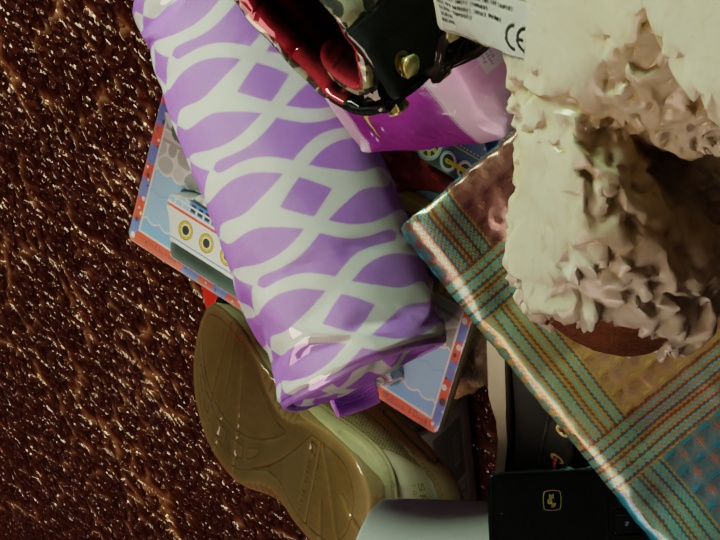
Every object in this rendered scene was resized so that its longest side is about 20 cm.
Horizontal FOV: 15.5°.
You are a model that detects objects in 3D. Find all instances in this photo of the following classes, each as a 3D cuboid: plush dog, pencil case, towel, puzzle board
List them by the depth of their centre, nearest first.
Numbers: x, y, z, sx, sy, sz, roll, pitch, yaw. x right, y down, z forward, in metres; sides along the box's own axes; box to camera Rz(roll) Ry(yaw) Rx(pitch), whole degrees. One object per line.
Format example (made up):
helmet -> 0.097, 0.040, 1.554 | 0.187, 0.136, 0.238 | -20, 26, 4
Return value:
plush dog -> 0.133, -0.081, 0.772 | 0.200, 0.171, 0.162 | -44, 61, 53
towel -> 0.130, 0.016, 0.965 | 0.200, 0.146, 0.022 | 49, -167, -1
pencil case -> -0.032, -0.041, 1.104 | 0.085, 0.083, 0.201 | 138, 115, -67
puzzle board -> -0.019, -0.040, 1.156 | 0.199, 0.017, 0.152 | 31, 115, 34

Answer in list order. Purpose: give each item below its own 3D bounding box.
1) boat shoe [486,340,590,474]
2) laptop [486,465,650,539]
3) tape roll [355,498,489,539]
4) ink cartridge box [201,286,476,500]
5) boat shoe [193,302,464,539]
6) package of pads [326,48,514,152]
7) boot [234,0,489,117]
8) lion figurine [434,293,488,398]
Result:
boat shoe -> 0.100, 0.075, 1.157 | 0.063, 0.074, 0.202 | 30, 152, 28
laptop -> 0.155, 0.167, 1.004 | 0.103, 0.198, 0.179 | -148, 57, -83
tape roll -> 0.039, 0.199, 1.127 | 0.066, 0.201, 0.201 | 0, 137, 15
ink cartridge box -> -0.026, 0.073, 1.393 | 0.199, 0.050, 0.163 | 31, 150, 27
boat shoe -> -0.020, 0.077, 1.272 | 0.200, 0.064, 0.072 | 45, 129, 50
package of pads -> -0.003, -0.142, 1.012 | 0.201, 0.076, 0.120 | 56, 156, -16
boot -> 0.064, -0.089, 0.881 | 0.203, 0.154, 0.074 | 44, 155, 10
lion figurine -> 0.000, 0.000, 1.207 | 0.199, 0.073, 0.123 | 29, 164, 21
